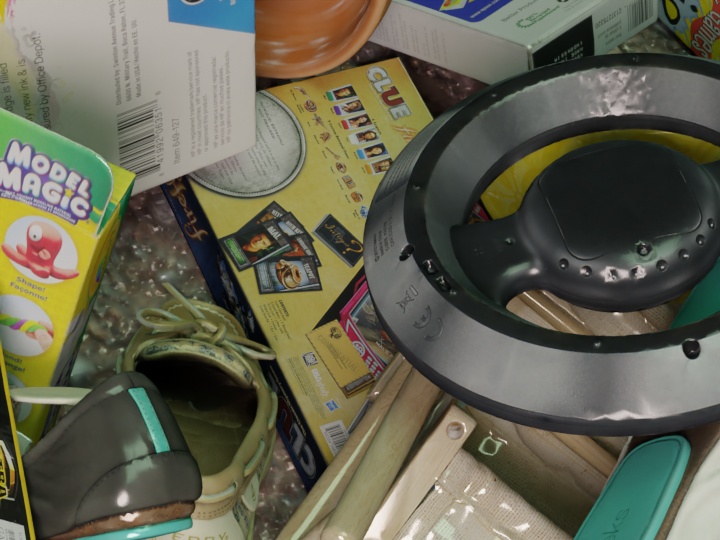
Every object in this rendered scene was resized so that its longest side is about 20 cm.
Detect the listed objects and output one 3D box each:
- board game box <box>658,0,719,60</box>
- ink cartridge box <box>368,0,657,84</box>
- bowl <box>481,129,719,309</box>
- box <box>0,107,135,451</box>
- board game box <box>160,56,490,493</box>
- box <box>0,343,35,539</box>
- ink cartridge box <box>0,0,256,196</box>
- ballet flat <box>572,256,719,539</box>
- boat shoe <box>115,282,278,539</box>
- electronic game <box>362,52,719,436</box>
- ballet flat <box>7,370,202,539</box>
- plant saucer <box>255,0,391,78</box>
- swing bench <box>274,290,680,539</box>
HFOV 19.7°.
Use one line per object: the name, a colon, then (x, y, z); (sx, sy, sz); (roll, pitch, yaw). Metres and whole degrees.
board game box: (0.179, -0.217, 1.123); (0.105, 0.103, 0.200); (-32, 71, -31)
ink cartridge box: (0.044, -0.145, 1.047); (0.095, 0.037, 0.199); (-34, 43, -31)
bowl: (0.147, -0.029, 0.973); (0.199, 0.200, 0.108); (-8, 102, -21)
box: (-0.164, 0.004, 0.813); (0.117, 0.201, 0.048); (24, 41, 0)
board game box: (0.000, 0.000, 0.968); (0.135, 0.035, 0.201); (-15, 63, -25)
box: (-0.211, 0.099, 0.753); (0.049, 0.199, 0.161); (26, 40, -53)
ink cartridge box: (-0.165, -0.113, 0.902); (0.199, 0.148, 0.145); (-23, 53, -23)
ballet flat: (0.133, 0.071, 0.779); (0.069, 0.070, 0.200); (30, 58, 4)
boat shoe: (-0.065, 0.059, 0.852); (0.073, 0.063, 0.200); (7, 27, -11)
electronic game: (0.099, -0.016, 0.792); (0.198, 0.042, 0.201); (-6, 45, 6)
ballet flat: (-0.133, 0.082, 0.782); (0.068, 0.199, 0.069); (-5, 77, -50)
plant saucer: (-0.061, -0.184, 0.969); (0.200, 0.201, 0.037); (37, 52, 10)
swing bench: (0.084, 0.115, 0.843); (0.199, 0.130, 0.200); (38, 54, -3)
